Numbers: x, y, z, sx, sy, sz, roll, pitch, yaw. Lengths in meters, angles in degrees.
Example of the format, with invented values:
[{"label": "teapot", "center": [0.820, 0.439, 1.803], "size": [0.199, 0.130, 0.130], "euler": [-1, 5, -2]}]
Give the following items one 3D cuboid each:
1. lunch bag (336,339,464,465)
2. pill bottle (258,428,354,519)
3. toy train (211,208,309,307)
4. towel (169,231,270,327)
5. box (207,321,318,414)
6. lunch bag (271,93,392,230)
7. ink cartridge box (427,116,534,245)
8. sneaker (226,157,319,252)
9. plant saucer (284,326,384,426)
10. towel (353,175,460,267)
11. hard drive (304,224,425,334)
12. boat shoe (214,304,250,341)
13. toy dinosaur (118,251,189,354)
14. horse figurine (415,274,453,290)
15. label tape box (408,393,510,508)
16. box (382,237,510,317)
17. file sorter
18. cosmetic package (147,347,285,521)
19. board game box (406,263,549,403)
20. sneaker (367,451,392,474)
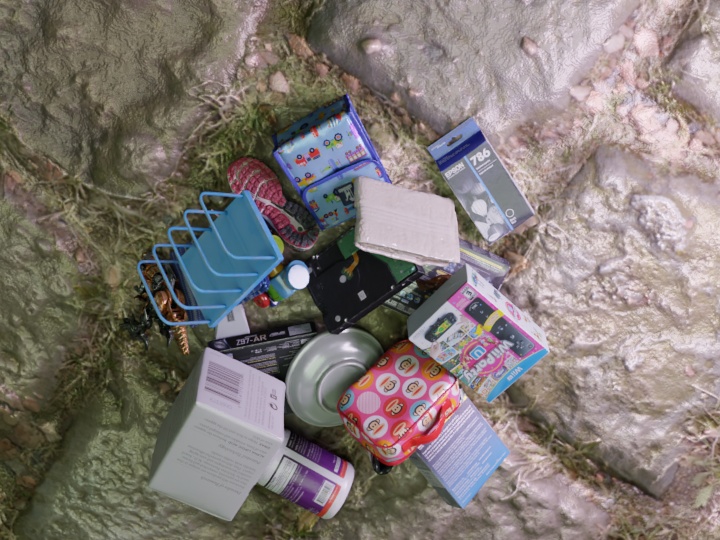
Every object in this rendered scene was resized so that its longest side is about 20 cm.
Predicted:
[{"label": "lunch bag", "center": [0.077, 0.231, 1.694], "size": [0.199, 0.176, 0.082], "euler": [-40, 139, -17]}, {"label": "pill bottle", "center": [-0.117, 0.369, 1.824], "size": [0.198, 0.113, 0.113], "euler": [30, 106, -6]}, {"label": "toy train", "center": [-0.175, -0.036, 1.689], "size": [0.201, 0.085, 0.115], "euler": [53, 146, -13]}, {"label": "towel", "center": [-0.246, -0.001, 1.689], "size": [0.198, 0.024, 0.147], "euler": [-27, 77, 33]}, {"label": "box", "center": [-0.165, 0.188, 1.771], "size": [0.197, 0.044, 0.162], "euler": [-11, 118, -6]}, {"label": "lunch bag", "center": [-0.040, -0.170, 1.679], "size": [0.149, 0.094, 0.201], "euler": [-27, 117, 8]}, {"label": "ink cartridge box", "center": [0.207, -0.153, 1.688], "size": [0.099, 0.039, 0.201], "euler": [-34, 102, 12]}, {"label": "sneaker", "center": [-0.159, -0.108, 1.702], "size": [0.080, 0.075, 0.200], "euler": [-41, 90, -20]}, {"label": "plant saucer", "center": [-0.036, 0.201, 1.759], "size": [0.197, 0.050, 0.203], "euler": [-11, 117, -21]}, {"label": "towel", "center": [0.077, -0.080, 1.649], "size": [0.197, 0.134, 0.034], "euler": [13, 147, -24]}, {"label": "hard drive", "center": [0.000, 0.000, 1.703], "size": [0.199, 0.038, 0.141], "euler": [-36, 69, 18]}, {"label": "boat shoe", "center": [-0.235, 0.085, 1.770], "size": [0.067, 0.057, 0.203], "euler": [-5, 110, -7]}, {"label": "toy dinosaur", "center": [-0.351, 0.063, 1.718], "size": [0.101, 0.202, 0.136], "euler": [15, 129, -27]}, {"label": "horse figurine", "center": [0.185, 0.073, 1.704], "size": [0.132, 0.050, 0.200], "euler": [-41, 106, 16]}, {"label": "label tape box", "center": [0.159, 0.308, 1.787], "size": [0.143, 0.066, 0.201], "euler": [-44, 101, -21]}, {"label": "box", "center": [0.142, 0.019, 1.738], "size": [0.197, 0.049, 0.163], "euler": [23, 108, -5]}, {"label": "file sorter", "center": [-0.252, -0.017, 1.608], "size": [0.200, 0.122, 0.140], "euler": [-42, 67, 29]}, {"label": "cosmetic package", "center": [-0.244, 0.280, 1.683], "size": [0.163, 0.166, 0.201], "euler": [26, 115, -15]}, {"label": "board game box", "center": [0.198, 0.109, 1.660], "size": [0.199, 0.065, 0.148], "euler": [38, 113, -20]}, {"label": "sneaker", "center": [0.074, 0.291, 1.805], "size": [0.079, 0.086, 0.203], "euler": [17, 107, -5]}]
